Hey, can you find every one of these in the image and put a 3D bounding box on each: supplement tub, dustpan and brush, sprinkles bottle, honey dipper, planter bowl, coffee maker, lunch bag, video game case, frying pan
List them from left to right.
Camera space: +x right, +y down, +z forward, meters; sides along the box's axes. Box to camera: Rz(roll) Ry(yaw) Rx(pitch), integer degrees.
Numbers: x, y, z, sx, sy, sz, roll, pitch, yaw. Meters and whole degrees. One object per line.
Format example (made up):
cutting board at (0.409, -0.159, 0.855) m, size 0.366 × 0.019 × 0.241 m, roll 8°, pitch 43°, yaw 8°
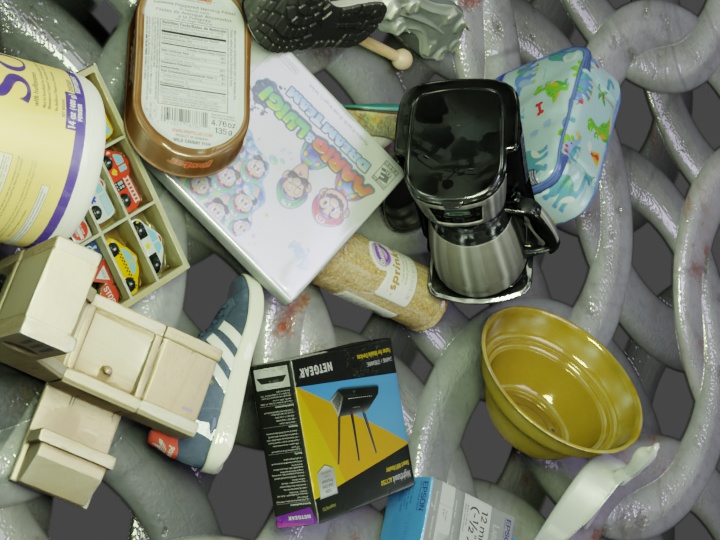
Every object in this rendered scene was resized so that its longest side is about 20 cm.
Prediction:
supplement tub at (-0.313, -0.103, 1.322) m, size 0.199 × 0.145 × 0.147 m, roll 13°, pitch 73°, yaw -31°
video game case at (-0.081, -0.099, 1.587) m, size 0.200 × 0.024 × 0.182 m, roll 45°, pitch 65°, yaw -7°
honey dipper at (-0.018, -0.243, 1.740) m, size 0.199 × 0.038 × 0.038 m, roll 20°, pitch 69°, yaw -45°
sprinkles bottle at (0.000, 0.000, 1.687) m, size 0.199 × 0.068 × 0.069 m, roll 25°, pitch 65°, yaw -40°
frying pan at (0.034, -0.087, 1.733) m, size 0.189 × 0.031 × 0.116 m, roll -16°, pitch 128°, yaw -46°
coffee maker at (0.098, -0.094, 1.647) m, size 0.201 × 0.134 × 0.193 m, roll 72°, pitch -3°, yaw -57°
lunch bag at (0.185, -0.134, 1.835) m, size 0.082 × 0.160 × 0.201 m, roll 39°, pitch 54°, yaw -31°
planter bowl at (0.195, 0.139, 1.821) m, size 0.199 × 0.084 × 0.201 m, roll 23°, pitch 37°, yaw -18°
dustpan and brush at (0.257, 0.228, 1.815) m, size 0.057 × 0.201 × 0.140 m, roll 35°, pitch 48°, yaw 12°

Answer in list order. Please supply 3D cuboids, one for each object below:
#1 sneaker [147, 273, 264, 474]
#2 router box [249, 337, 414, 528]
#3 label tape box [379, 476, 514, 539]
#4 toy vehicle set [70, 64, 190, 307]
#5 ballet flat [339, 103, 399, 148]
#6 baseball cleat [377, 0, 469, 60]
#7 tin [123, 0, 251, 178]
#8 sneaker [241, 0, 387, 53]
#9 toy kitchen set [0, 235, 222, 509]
sneaker at (-0.142, 0.080, 1.533) m, size 0.084 × 0.075 × 0.201 m, roll 16°, pitch 52°, yaw -9°
router box at (-0.023, 0.148, 1.613) m, size 0.200 × 0.051 × 0.151 m, roll -9°, pitch 89°, yaw -62°
label tape box at (0.103, 0.308, 1.736) m, size 0.199 × 0.066 × 0.144 m, roll 29°, pitch 63°, yaw -36°
toy vehicle set at (-0.238, -0.063, 1.487) m, size 0.124 × 0.026 × 0.201 m, roll -37°, pitch 108°, yaw -42°
ballet flat at (-0.019, -0.139, 1.700) m, size 0.199 × 0.070 × 0.071 m, roll 1°, pitch 82°, yaw -43°
baseball cleat at (0.043, -0.279, 1.781) m, size 0.106 × 0.070 × 0.200 m, roll 44°, pitch 10°, yaw 21°
tin at (-0.152, -0.177, 1.535) m, size 0.111 × 0.042 × 0.202 m, roll 9°, pitch 59°, yaw -19°
sneaker at (-0.063, -0.259, 1.613) m, size 0.088 × 0.076 × 0.199 m, roll 51°, pitch 25°, yaw 18°
toy kitchen set at (-0.206, 0.097, 1.358) m, size 0.199 × 0.180 × 0.164 m, roll 25°, pitch 74°, yaw -21°
